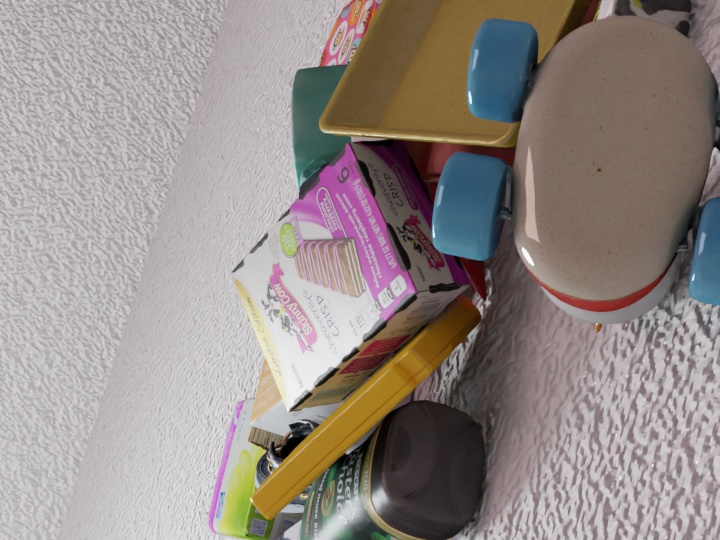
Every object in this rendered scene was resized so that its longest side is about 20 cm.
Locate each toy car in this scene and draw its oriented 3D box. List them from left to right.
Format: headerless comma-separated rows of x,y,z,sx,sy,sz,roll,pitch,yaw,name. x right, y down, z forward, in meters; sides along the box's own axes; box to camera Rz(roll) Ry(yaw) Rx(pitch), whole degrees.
0.156,-0.041,1.027,0.200,0.183,0.178,68,-146,-68,toy car

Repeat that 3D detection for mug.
-0.001,-0.116,1.648,0.152,0.114,0.186,73,-165,-60,mug

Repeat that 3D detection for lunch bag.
0.003,-0.219,1.871,0.176,0.082,0.201,156,132,-69,lunch bag

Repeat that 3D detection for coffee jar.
0.024,0.178,1.301,0.200,0.085,0.105,133,153,-56,coffee jar

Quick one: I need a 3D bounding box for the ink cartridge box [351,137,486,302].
0.048,-0.061,1.411,0.067,0.116,0.200,-24,37,15,ink cartridge box

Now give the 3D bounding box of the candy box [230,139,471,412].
-0.014,0.006,1.318,0.200,0.061,0.137,-46,61,44,candy box

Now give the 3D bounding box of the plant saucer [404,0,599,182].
0.127,-0.156,1.290,0.199,0.037,0.201,-1,66,41,plant saucer

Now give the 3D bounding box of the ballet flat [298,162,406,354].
0.000,0.000,1.441,0.073,0.201,0.073,-22,15,6,ballet flat

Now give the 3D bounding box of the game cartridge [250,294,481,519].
0.009,0.105,1.298,0.176,0.032,0.200,-44,-1,19,game cartridge

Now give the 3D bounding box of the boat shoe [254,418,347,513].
-0.056,0.172,1.500,0.071,0.091,0.200,-45,23,-19,boat shoe

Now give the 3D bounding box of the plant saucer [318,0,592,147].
0.088,-0.172,1.258,0.200,0.048,0.201,9,67,46,plant saucer

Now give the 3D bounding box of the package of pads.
-0.097,0.208,1.735,0.200,0.068,0.155,161,126,-71,package of pads

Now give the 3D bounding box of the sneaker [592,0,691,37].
0.165,-0.139,1.160,0.084,0.074,0.201,10,81,55,sneaker

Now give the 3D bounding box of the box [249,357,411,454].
-0.013,0.051,1.549,0.152,0.106,0.201,137,148,-61,box

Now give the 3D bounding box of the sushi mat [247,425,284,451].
-0.045,0.092,1.634,0.012,0.095,0.201,-16,56,58,sushi mat

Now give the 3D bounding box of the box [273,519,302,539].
-0.063,0.302,1.552,0.200,0.041,0.120,131,154,-59,box
